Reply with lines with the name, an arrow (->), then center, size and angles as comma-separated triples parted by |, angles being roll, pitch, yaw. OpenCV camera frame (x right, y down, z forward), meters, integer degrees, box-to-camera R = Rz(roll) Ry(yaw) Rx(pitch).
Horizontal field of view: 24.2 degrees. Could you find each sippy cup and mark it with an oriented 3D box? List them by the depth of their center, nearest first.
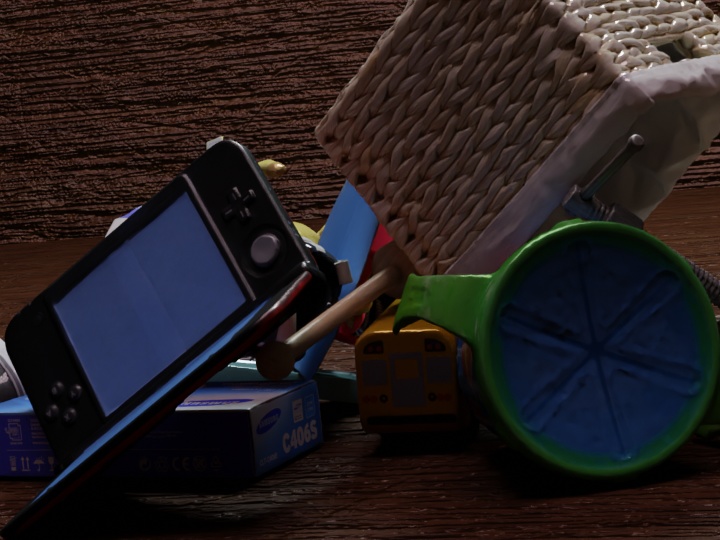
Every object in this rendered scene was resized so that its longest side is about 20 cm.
sippy cup -> 0.114, 0.048, 0.936 | 0.139, 0.178, 0.130 | -37, 1, -13

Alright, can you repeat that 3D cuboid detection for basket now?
basket -> 0.113, -0.101, 1.052 | 0.198, 0.161, 0.200 | -18, -29, -52

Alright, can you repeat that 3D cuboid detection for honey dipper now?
honey dipper -> -0.003, 0.020, 1.012 | 0.038, 0.038, 0.200 | -2, 18, 30

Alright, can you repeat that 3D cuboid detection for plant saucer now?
plant saucer -> -0.082, 0.072, 1.160 | 0.198, 0.019, 0.070 | 9, 1, -20

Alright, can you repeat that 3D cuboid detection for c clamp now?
c clamp -> 0.185, 0.018, 0.958 | 0.199, 0.027, 0.171 | 35, -27, -9

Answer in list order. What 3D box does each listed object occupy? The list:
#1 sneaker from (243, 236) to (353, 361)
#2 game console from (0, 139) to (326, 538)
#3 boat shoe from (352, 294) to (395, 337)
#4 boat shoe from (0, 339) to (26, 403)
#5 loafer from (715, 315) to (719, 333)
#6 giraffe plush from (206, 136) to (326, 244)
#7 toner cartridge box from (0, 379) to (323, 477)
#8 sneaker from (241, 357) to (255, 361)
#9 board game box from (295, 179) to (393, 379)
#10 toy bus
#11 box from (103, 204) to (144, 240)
sneaker -> -0.092, 0.025, 1.051 | 0.198, 0.080, 0.129 | -12, 3, -25
game console -> -0.130, 0.031, 0.940 | 0.200, 0.173, 0.119 | -38, -28, 13
boat shoe -> 0.024, 0.018, 1.236 | 0.072, 0.073, 0.200 | 33, -35, -19
boat shoe -> -0.276, 0.090, 1.200 | 0.066, 0.070, 0.200 | -21, 12, -23
loafer -> 0.231, 0.045, 1.128 | 0.071, 0.063, 0.199 | -10, 7, -37
giraffe plush -> -0.099, -0.007, 1.633 | 0.171, 0.202, 0.162 | -6, -24, 33
toner cartridge box -> -0.133, 0.098, 1.052 | 0.198, 0.044, 0.095 | -3, 7, 24
sneaker -> -0.102, 0.056, 1.302 | 0.077, 0.085, 0.199 | -37, 40, -22
board game box -> 0.000, 0.000, 1.162 | 0.039, 0.159, 0.200 | 21, 0, -11
toy bus -> 0.047, 0.057, 1.091 | 0.065, 0.079, 0.200 | -4, 9, 12
box -> -0.159, 0.025, 1.266 | 0.118, 0.042, 0.201 | -3, 44, 28
